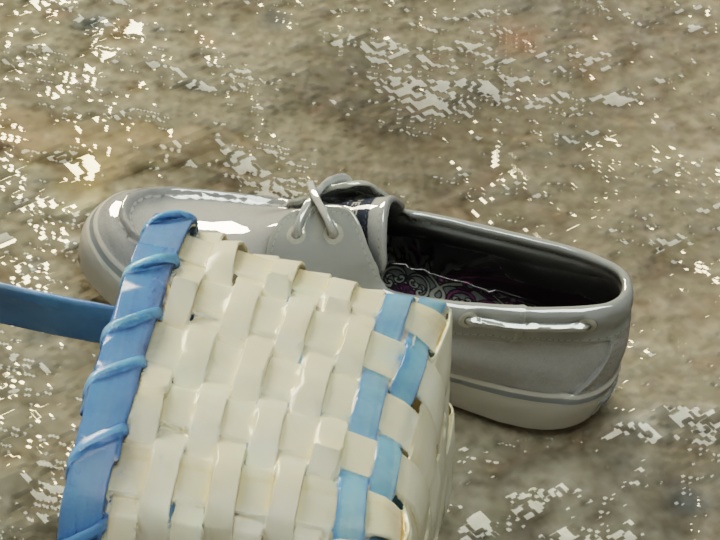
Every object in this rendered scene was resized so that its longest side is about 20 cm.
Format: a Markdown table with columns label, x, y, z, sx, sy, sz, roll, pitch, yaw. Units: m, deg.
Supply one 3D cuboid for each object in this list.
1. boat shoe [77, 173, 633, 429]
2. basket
| label | x | y | z | sx | sy | sz | roll | pitch | yaw |
| --- | --- | --- | --- | --- | --- | --- | --- | --- | --- |
| boat shoe | 0.000 | 0.000 | 1.004 | 0.199 | 0.069 | 0.072 | 19 | 43 | 3 |
| basket | -0.076 | 0.069 | 0.857 | 0.199 | 0.140 | 0.177 | 12 | 39 | 5 |
